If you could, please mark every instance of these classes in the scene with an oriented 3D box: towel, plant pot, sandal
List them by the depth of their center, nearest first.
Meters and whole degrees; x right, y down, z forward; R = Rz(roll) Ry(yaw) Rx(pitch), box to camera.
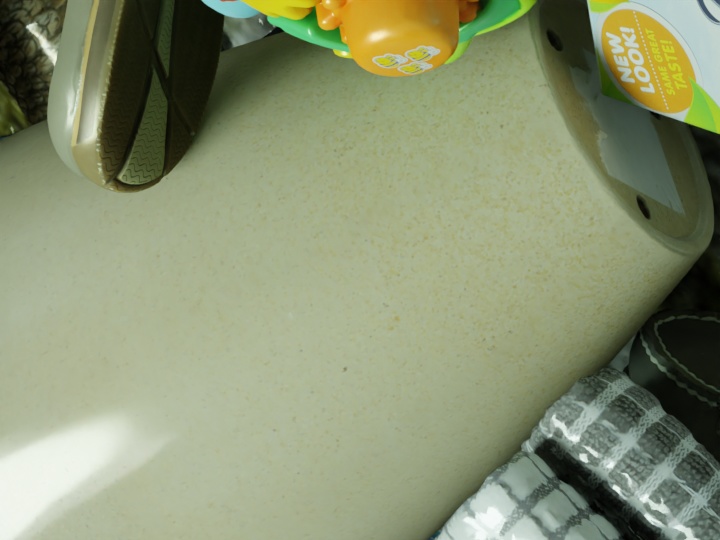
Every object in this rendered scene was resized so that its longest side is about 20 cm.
[{"bbox_3d":[-0.062,-0.119,0.809,0.054,0.200,0.080,6,164,27],"label":"sandal"},{"bbox_3d":[0.094,0.126,0.847,0.166,0.086,0.200,43,160,8],"label":"towel"},{"bbox_3d":[0.000,0.000,0.856,0.200,0.187,0.188,-30,99,25],"label":"plant pot"}]

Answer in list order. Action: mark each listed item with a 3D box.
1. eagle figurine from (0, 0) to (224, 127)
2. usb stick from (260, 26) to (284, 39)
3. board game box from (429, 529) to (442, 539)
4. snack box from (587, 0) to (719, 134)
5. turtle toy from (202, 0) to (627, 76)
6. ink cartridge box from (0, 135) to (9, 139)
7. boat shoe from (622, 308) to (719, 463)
[{"bbox_3d":[-0.134,-0.075,0.996,0.200,0.152,0.151,62,-173,13],"label":"eagle figurine"},{"bbox_3d":[0.031,0.000,0.960,0.200,0.033,0.055,57,149,-10],"label":"usb stick"},{"bbox_3d":[-0.060,0.103,1.066,0.200,0.151,0.047,13,163,44],"label":"board game box"},{"bbox_3d":[0.116,-0.119,0.711,0.142,0.053,0.200,24,139,40],"label":"snack box"},{"bbox_3d":[-0.016,-0.129,0.718,0.146,0.101,0.200,25,148,50],"label":"turtle toy"},{"bbox_3d":[-0.184,0.024,1.097,0.116,0.200,0.068,-9,115,55],"label":"ink cartridge box"},{"bbox_3d":[0.149,0.048,0.818,0.202,0.072,0.060,31,130,48],"label":"boat shoe"}]
